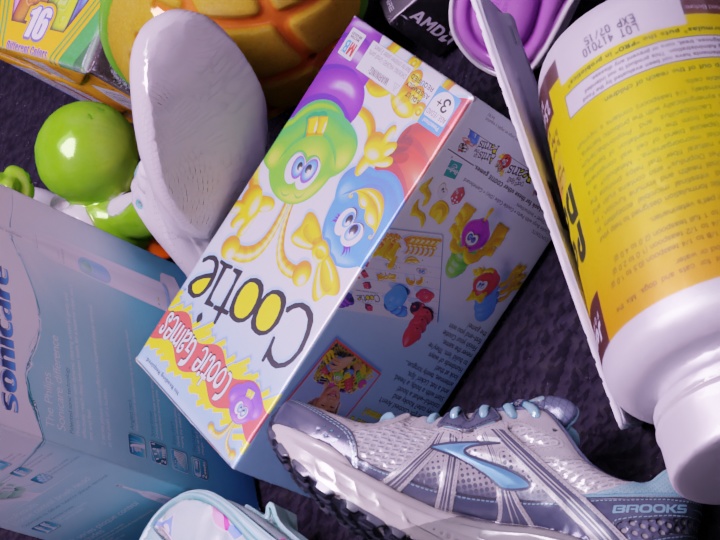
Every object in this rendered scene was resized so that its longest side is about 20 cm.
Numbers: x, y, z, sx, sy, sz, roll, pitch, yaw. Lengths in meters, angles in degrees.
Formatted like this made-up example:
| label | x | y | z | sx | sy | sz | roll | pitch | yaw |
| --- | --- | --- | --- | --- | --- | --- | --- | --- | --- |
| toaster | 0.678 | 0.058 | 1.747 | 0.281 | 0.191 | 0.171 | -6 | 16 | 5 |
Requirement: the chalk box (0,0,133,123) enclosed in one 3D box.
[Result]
| label | x | y | z | sx | sy | sz | roll | pitch | yaw |
| --- | --- | --- | --- | --- | --- | --- | --- | --- | --- |
| chalk box | -0.113 | -0.192 | 1.020 | 0.123 | 0.124 | 0.202 | 18 | 82 | 44 |

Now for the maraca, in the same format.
| label | x | y | z | sx | sy | sz | roll | pitch | yaw |
| --- | --- | --- | --- | --- | --- | --- | --- | --- | --- |
| maraca | -0.055 | -0.148 | 0.890 | 0.200 | 0.136 | 0.108 | -48 | 41 | 41 |

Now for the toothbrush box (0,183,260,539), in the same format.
| label | x | y | z | sx | sy | sz | roll | pitch | yaw |
| --- | --- | --- | --- | --- | --- | --- | --- | --- | --- |
| toothbrush box | -0.156 | 0.054 | 0.895 | 0.085 | 0.199 | 0.148 | -31 | 54 | 27 |

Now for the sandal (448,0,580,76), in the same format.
| label | x | y | z | sx | sy | sz | roll | pitch | yaw |
| --- | --- | --- | --- | --- | --- | --- | --- | --- | --- |
| sandal | 0.080 | -0.165 | 0.810 | 0.082 | 0.204 | 0.050 | 24 | 48 | 17 |

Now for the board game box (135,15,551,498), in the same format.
| label | x | y | z | sx | sy | sz | roll | pitch | yaw |
| --- | --- | --- | --- | --- | --- | --- | --- | --- | --- |
| board game box | 0.000 | 0.000 | 0.846 | 0.103 | 0.104 | 0.201 | 39 | 98 | 45 |

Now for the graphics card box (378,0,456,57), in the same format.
| label | x | y | z | sx | sy | sz | roll | pitch | yaw |
| --- | --- | --- | --- | --- | --- | --- | --- | --- | --- |
| graphics card box | 0.082 | -0.221 | 0.908 | 0.199 | 0.051 | 0.126 | -38 | 51 | 23 |

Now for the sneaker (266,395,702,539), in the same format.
| label | x | y | z | sx | sy | sz | roll | pitch | yaw |
| --- | --- | --- | --- | --- | --- | --- | --- | --- | --- |
| sneaker | 0.055 | 0.092 | 0.759 | 0.198 | 0.078 | 0.087 | 22 | 74 | 17 |

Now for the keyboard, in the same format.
| label | x | y | z | sx | sy | sz | roll | pitch | yaw |
| --- | --- | --- | --- | --- | --- | --- | --- | --- | --- |
| keyboard | 0.086 | -0.027 | 0.766 | 0.011 | 0.056 | 0.202 | -22 | 80 | 20 |

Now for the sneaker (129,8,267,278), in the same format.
| label | x | y | z | sx | sy | sz | roll | pitch | yaw |
| --- | --- | --- | --- | --- | --- | --- | --- | --- | --- |
| sneaker | -0.089 | -0.048 | 0.885 | 0.088 | 0.201 | 0.075 | 26 | 55 | 38 |

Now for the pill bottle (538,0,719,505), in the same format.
| label | x | y | z | sx | sy | sz | roll | pitch | yaw |
| --- | --- | --- | --- | --- | --- | --- | --- | --- | --- |
| pill bottle | 0.143 | -0.012 | 0.719 | 0.109 | 0.109 | 0.202 | -29 | 54 | 29 |

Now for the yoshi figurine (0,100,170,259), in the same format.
| label | x | y | z | sx | sy | sz | roll | pitch | yaw |
| --- | --- | --- | --- | --- | --- | --- | --- | --- | --- |
| yoshi figurine | -0.191 | -0.045 | 1.039 | 0.198 | 0.112 | 0.114 | -14 | 56 | 34 |

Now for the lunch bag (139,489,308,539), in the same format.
| label | x | y | z | sx | sy | sz | roll | pitch | yaw |
| --- | --- | --- | --- | --- | --- | --- | --- | --- | --- |
| lunch bag | -0.054 | 0.199 | 0.824 | 0.199 | 0.077 | 0.162 | 26 | 90 | 45 |
